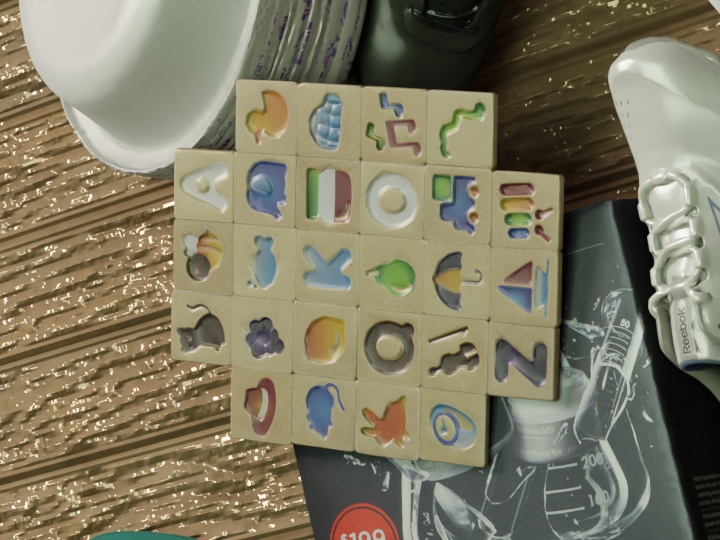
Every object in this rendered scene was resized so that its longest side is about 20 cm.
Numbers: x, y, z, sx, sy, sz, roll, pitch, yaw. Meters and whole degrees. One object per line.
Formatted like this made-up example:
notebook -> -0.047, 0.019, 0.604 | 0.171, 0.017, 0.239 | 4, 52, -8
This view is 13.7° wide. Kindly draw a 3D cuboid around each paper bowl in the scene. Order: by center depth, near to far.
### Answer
paper bowl -> -0.091, -0.144, 1.445 | 0.201, 0.104, 0.201 | -14, 73, 54

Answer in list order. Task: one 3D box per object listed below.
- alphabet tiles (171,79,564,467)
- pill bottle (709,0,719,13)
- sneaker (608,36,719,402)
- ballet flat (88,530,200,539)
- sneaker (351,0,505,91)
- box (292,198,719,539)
alphabet tiles -> 0.000, 0.000, 1.347 | 0.200, 0.006, 0.167 | 5, 99, 29
pill bottle -> 0.235, -0.177, 1.254 | 0.200, 0.116, 0.116 | -47, 67, 26
sneaker -> 0.159, -0.006, 1.288 | 0.074, 0.087, 0.200 | -21, 100, 58
ballet flat -> -0.059, 0.175, 1.498 | 0.200, 0.069, 0.070 | 4, 94, 33
sneaker -> 0.045, -0.156, 1.387 | 0.091, 0.076, 0.200 | -127, 49, -69
box -> 0.078, 0.079, 1.376 | 0.200, 0.104, 0.182 | -18, 80, 32
